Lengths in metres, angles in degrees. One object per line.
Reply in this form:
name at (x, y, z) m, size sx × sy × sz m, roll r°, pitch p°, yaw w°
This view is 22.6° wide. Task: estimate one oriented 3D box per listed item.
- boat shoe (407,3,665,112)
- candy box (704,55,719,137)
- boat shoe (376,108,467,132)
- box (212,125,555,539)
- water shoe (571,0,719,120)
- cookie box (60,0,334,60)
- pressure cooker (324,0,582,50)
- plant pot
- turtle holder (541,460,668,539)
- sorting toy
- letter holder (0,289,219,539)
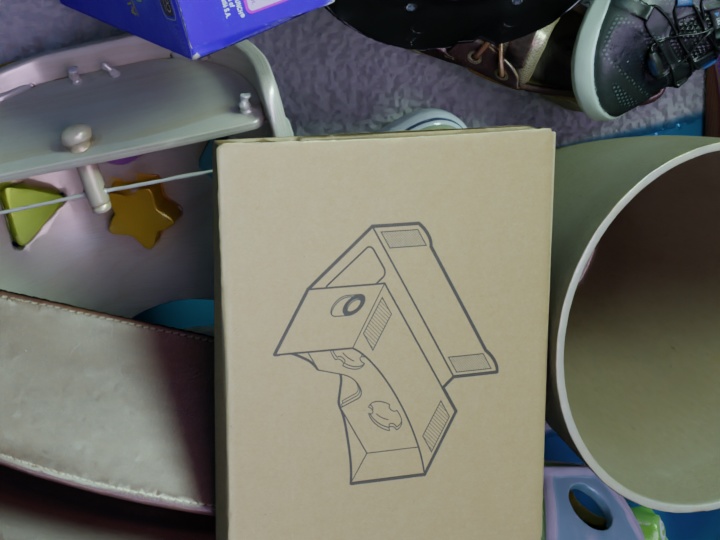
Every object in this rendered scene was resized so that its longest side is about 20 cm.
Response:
boat shoe at (0.082, -0.133, 0.973) m, size 0.199 × 0.072 × 0.073 m, roll 23°, pitch 94°, yaw -28°
candy box at (0.253, -0.077, 1.044) m, size 0.056 × 0.117 × 0.202 m, roll -9°, pitch 108°, yaw -22°
boat shoe at (0.000, 0.000, 0.978) m, size 0.072 × 0.062 × 0.201 m, roll 40°, pitch 85°, yaw -28°
box at (0.011, 0.037, 0.824) m, size 0.162 × 0.021 × 0.202 m, roll -4°, pitch 103°, yaw -22°
water shoe at (0.194, -0.149, 0.940) m, size 0.200 × 0.079 × 0.072 m, roll -44°, pitch 132°, yaw -8°
cookie box at (-0.100, -0.198, 0.799) m, size 0.075 × 0.200 × 0.173 m, roll -23°, pitch 113°, yaw -19°
pressure cooker at (0.035, -0.230, 0.857) m, size 0.177 × 0.202 × 0.177 m, roll -12°, pitch 144°, yaw 2°
plant pot at (0.137, 0.006, 0.965) m, size 0.185 × 0.200 × 0.189 m, roll -6°, pitch 106°, yaw -23°
turtle holder at (0.116, 0.177, 1.040) m, size 0.183 × 0.141 × 0.133 m, roll 3°, pitch 86°, yaw -16°
sorting toy at (-0.110, -0.016, 0.891) m, size 0.198 × 0.107 × 0.181 m, roll -10°, pitch 121°, yaw 10°
letter holder at (-0.105, 0.110, 0.864) m, size 0.198 × 0.101 × 0.144 m, roll 13°, pitch 61°, yaw -16°
